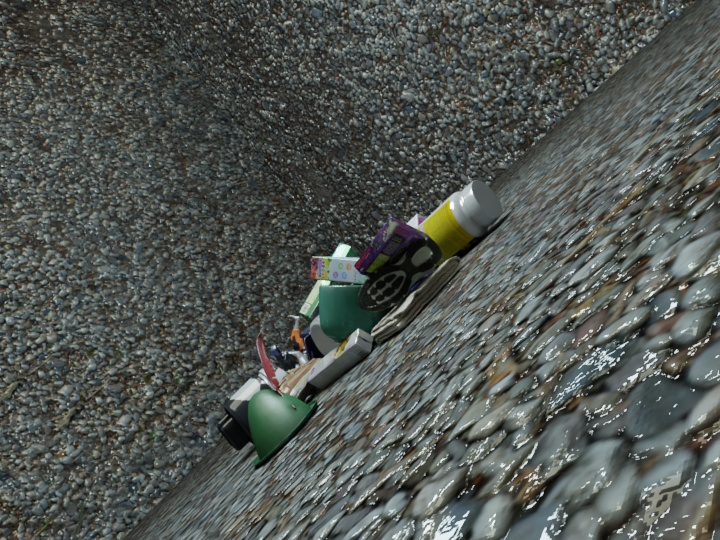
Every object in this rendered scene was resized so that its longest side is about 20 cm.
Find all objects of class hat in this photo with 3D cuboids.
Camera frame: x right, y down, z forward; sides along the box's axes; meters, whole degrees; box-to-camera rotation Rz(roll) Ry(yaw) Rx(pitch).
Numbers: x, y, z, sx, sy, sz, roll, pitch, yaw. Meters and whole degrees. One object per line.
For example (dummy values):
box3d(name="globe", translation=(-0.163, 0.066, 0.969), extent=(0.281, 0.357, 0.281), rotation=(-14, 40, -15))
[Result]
box3d(name="hat", translation=(-0.192, 0.235, 1.179), extent=(0.165, 0.177, 0.200), rotation=(-41, 0, -11))

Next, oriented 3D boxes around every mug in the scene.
box3d(name="mug", translation=(0.002, 0.090, 1.326), extent=(0.178, 0.119, 0.152), rotation=(0, -1, -3))

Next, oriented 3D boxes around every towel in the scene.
box3d(name="towel", translation=(0.104, 0.055, 1.217), extent=(0.199, 0.035, 0.132), rotation=(-43, 0, -29))

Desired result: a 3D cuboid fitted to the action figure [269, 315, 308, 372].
box3d(name="action figure", translation=(-0.148, 0.209, 1.600), extent=(0.101, 0.199, 0.201), rotation=(-13, -33, 14))

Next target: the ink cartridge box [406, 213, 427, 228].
box3d(name="ink cartridge box", translation=(0.121, -0.016, 1.521), extent=(0.119, 0.041, 0.206), rotation=(-41, 41, 51))

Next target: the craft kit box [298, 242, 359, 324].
box3d(name="craft kit box", translation=(-0.043, 0.073, 1.563), extent=(0.203, 0.048, 0.198), rotation=(-60, -37, -17))

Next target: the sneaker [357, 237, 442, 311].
box3d(name="sneaker", translation=(0.077, 0.022, 1.253), extent=(0.198, 0.078, 0.089), rotation=(-35, -15, -17))

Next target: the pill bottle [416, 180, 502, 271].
box3d(name="pill bottle", translation=(0.209, -0.098, 1.393), extent=(0.200, 0.115, 0.114), rotation=(-43, -1, 39))

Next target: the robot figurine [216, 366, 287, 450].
box3d(name="robot figurine", translation=(-0.237, 0.314, 1.465), extent=(0.199, 0.149, 0.127), rotation=(-42, -35, -20))

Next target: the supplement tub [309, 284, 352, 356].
box3d(name="supplement tub", translation=(-0.015, 0.109, 1.479), extent=(0.200, 0.123, 0.122), rotation=(-43, 1, -32))

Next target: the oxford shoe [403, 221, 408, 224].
box3d(name="oxford shoe", translation=(0.078, -0.060, 1.635), extent=(0.070, 0.075, 0.200), rotation=(-13, 19, 37))

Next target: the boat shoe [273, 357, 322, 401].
box3d(name="boat shoe", translation=(-0.137, 0.242, 1.396), extent=(0.200, 0.070, 0.078), rotation=(-41, -36, -67))

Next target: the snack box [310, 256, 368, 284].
box3d(name="snack box", translation=(0.000, 0.000, 1.380), extent=(0.138, 0.055, 0.198), rotation=(3, 1, 27))

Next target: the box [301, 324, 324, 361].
box3d(name="box", translation=(-0.095, 0.187, 1.593), extent=(0.031, 0.125, 0.200), rotation=(-9, 15, 23))

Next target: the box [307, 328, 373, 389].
box3d(name="box", translation=(-0.043, 0.183, 1.294), extent=(0.200, 0.041, 0.039), rotation=(-45, 23, 44))

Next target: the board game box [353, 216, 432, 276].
box3d(name="board game box", translation=(0.071, -0.035, 1.264), extent=(0.120, 0.032, 0.199), rotation=(-48, -24, 13))
